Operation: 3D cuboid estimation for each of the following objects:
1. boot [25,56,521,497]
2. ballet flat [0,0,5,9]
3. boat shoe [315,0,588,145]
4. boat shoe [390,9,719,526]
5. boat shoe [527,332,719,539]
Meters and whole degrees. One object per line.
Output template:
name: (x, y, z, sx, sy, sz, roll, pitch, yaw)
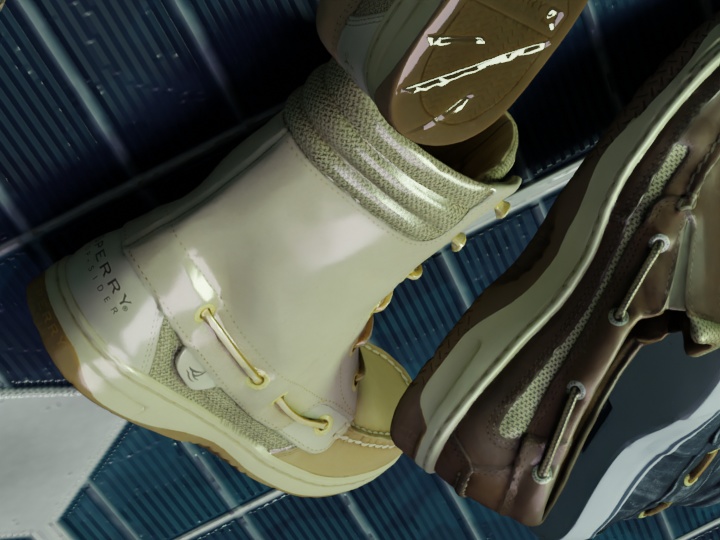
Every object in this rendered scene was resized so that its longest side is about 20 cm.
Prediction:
boot: (0.000, 0.000, 1.010, 0.155, 0.073, 0.200, -39, 145, 19)
ballet flat: (-0.183, -0.070, 0.756, 0.199, 0.067, 0.068, -17, 149, -16)
boat shoe: (0.060, -0.132, 0.853, 0.200, 0.065, 0.071, -49, 140, 8)
boat shoe: (0.100, 0.002, 1.022, 0.203, 0.075, 0.075, -52, 167, 2)
boat shoe: (0.137, 0.042, 1.190, 0.091, 0.071, 0.200, -10, 154, -28)
